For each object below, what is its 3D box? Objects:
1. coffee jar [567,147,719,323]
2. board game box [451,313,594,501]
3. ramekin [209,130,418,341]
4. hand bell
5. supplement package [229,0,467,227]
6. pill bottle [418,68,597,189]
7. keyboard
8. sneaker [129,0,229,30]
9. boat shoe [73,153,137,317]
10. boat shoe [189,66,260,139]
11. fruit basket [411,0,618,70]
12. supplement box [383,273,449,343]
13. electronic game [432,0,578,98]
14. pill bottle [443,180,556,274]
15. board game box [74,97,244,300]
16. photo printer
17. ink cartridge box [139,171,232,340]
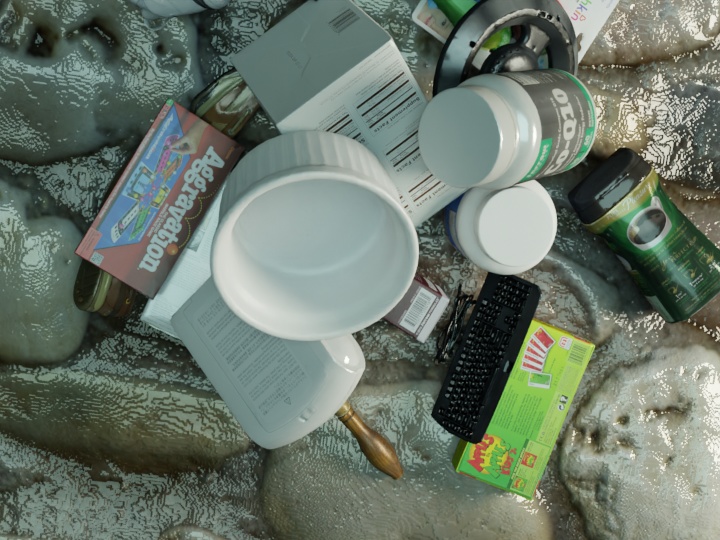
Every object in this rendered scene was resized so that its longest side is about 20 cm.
[{"bbox_3d":[0.338,-0.043,1.347,0.104,0.085,0.200,-40,97,5],"label":"coffee jar"},{"bbox_3d":[0.194,0.161,1.379,0.101,0.048,0.202,21,94,-4],"label":"board game box"},{"bbox_3d":[-0.048,-0.038,1.119,0.198,0.098,0.202,-4,129,-5],"label":"ramekin"},{"bbox_3d":[-0.013,0.175,1.362,0.104,0.104,0.200,-40,108,1],"label":"hand bell"},{"bbox_3d":[-0.010,-0.160,1.230,0.146,0.192,0.201,-35,126,1],"label":"supplement package"},{"bbox_3d":[0.149,-0.143,1.159,0.112,0.199,0.115,10,107,35],"label":"pill bottle"},{"bbox_3d":[0.131,0.094,1.349,0.103,0.039,0.202,24,94,32],"label":"keyboard"},{"bbox_3d":[-0.231,-0.369,1.270,0.114,0.075,0.202,-20,102,19],"label":"sneaker"},{"bbox_3d":[-0.267,-0.042,1.331,0.067,0.072,0.202,22,86,-38],"label":"boat shoe"},{"bbox_3d":[-0.102,-0.223,1.317,0.199,0.076,0.074,-37,102,9],"label":"boat shoe"},{"bbox_3d":[0.185,-0.308,1.309,0.199,0.094,0.186,34,93,-9],"label":"fruit basket"},{"bbox_3d":[0.000,0.000,1.322,0.199,0.109,0.061,32,95,-5],"label":"supplement box"},{"bbox_3d":[0.163,-0.212,1.274,0.198,0.042,0.202,-15,120,-28],"label":"electronic game"},{"bbox_3d":[0.157,-0.055,1.278,0.111,0.200,0.114,0,96,-3],"label":"pill bottle"},{"bbox_3d":[-0.224,-0.080,1.285,0.102,0.019,0.201,31,86,-16],"label":"board game box"},{"bbox_3d":[-0.097,0.082,1.247,0.166,0.069,0.201,-43,78,28],"label":"photo printer"},{"bbox_3d":[-0.167,-0.013,1.342,0.108,0.050,0.202,24,93,-4],"label":"ink cartridge box"}]
